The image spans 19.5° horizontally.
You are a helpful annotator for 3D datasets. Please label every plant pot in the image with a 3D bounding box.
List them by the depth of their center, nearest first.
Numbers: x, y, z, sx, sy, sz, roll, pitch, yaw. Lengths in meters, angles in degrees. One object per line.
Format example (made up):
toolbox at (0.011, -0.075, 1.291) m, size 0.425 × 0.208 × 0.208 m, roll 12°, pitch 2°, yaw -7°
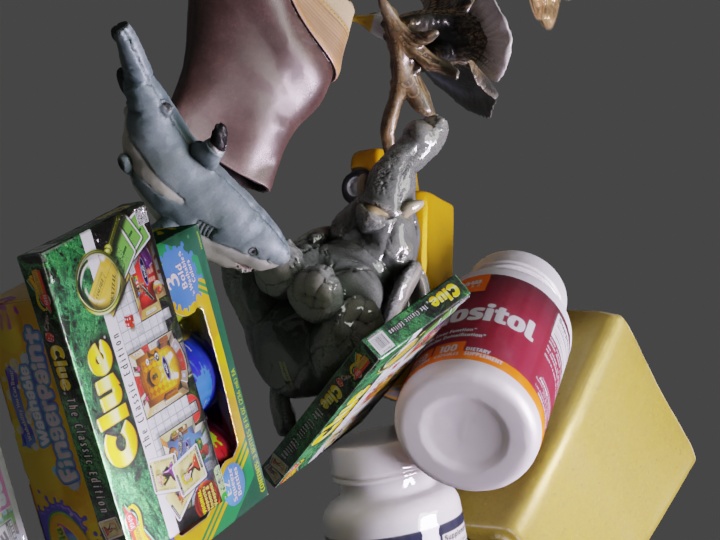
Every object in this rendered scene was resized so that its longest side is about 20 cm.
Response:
plant pot at (0.137, 0.172, 1.764) m, size 0.196 × 0.193 × 0.201 m, roll 57°, pitch 48°, yaw -37°

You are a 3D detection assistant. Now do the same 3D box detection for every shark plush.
shark plush at (-0.117, -0.087, 1.464) m, size 0.091 × 0.083 × 0.201 m, roll -40°, pitch 117°, yaw -51°

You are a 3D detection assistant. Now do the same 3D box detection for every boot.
boot at (-0.105, -0.173, 1.518) m, size 0.199 × 0.072 × 0.167 m, roll 36°, pitch 70°, yaw -23°

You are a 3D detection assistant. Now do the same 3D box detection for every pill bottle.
pill bottle at (0.101, 0.070, 1.617) m, size 0.200 × 0.112 × 0.114 m, roll -64°, pitch 137°, yaw -56°
pill bottle at (0.030, 0.226, 1.631) m, size 0.111 × 0.110 × 0.202 m, roll -19°, pitch 100°, yaw -60°

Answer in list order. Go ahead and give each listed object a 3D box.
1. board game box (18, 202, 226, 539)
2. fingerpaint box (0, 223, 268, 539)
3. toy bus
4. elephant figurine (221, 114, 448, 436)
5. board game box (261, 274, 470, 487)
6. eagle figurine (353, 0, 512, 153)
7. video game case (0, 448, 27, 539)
board game box at (-0.144, 0.069, 1.294) m, size 0.105 × 0.023 × 0.202 m, roll -32°, pitch 111°, yaw -51°
fingerpaint box at (-0.151, 0.089, 1.382) m, size 0.167 × 0.073 × 0.202 m, roll -31°, pitch 111°, yaw -57°
toy bus at (0.031, 0.002, 1.711) m, size 0.065 × 0.078 × 0.202 m, roll 24°, pitch 64°, yaw -56°
elephant figurine at (0.000, 0.000, 1.592) m, size 0.142 × 0.155 × 0.200 m, roll 56°, pitch 44°, yaw -6°
board game box at (0.001, 0.083, 1.527) m, size 0.105 × 0.200 × 0.024 m, roll -32°, pitch 76°, yaw -38°
eagle figurine at (0.065, -0.201, 1.758) m, size 0.151 × 0.152 × 0.200 m, roll 44°, pitch 27°, yaw 6°
video game case at (-0.274, 0.135, 1.214) m, size 0.200 × 0.018 × 0.144 m, roll -35°, pitch 114°, yaw -57°
